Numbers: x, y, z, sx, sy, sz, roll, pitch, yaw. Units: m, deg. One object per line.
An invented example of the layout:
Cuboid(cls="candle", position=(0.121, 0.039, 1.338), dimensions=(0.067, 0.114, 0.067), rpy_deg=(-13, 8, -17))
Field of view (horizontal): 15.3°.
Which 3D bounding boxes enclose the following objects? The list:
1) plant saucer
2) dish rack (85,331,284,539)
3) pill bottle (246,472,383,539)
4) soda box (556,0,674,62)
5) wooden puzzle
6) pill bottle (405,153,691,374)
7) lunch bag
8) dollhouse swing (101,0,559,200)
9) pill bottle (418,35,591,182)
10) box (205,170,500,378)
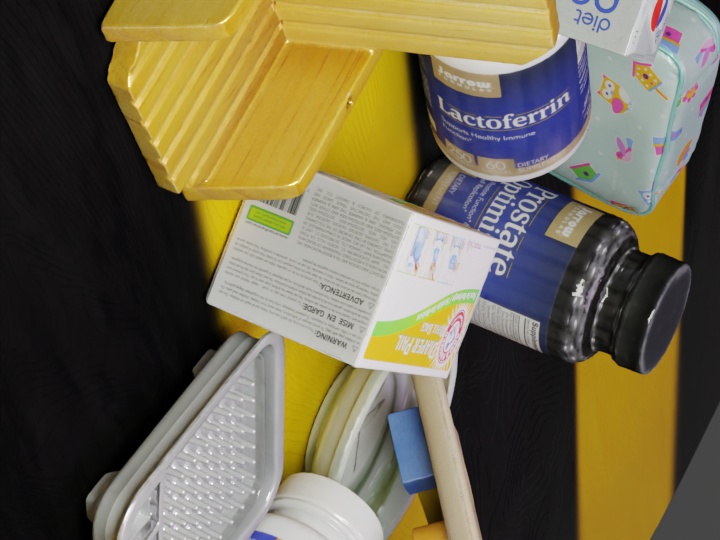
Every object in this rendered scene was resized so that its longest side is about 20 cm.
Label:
Cuboid(cls="plant saucer", position=(0.005, 0.119, 1.945), dimensions=(0.200, 0.050, 0.201), rpy_deg=(-52, 154, -38))
Cuboid(cls="dish rack", position=(-0.112, 0.141, 1.669), dimensions=(0.200, 0.043, 0.172), rpy_deg=(-51, 154, -40))
Cuboid(cls="pill bottle", position=(-0.066, 0.233, 1.782), dimensions=(0.200, 0.112, 0.112), rpy_deg=(-55, 156, -34))
Cuboid(cls="soda box", position=(0.092, -0.189, 1.624), dimensions=(0.063, 0.199, 0.069), rpy_deg=(-1, 112, -67))
Cuboid(cls="wooden puzzle", position=(0.059, 0.175, 1.901), dimensions=(0.200, 0.046, 0.186), rpy_deg=(73, 4, -65))
Cuboid(cls="pill bottle", position=(0.130, -0.001, 1.923), dimensions=(0.112, 0.199, 0.112), rpy_deg=(-52, 155, -37))
Cuboid(cls="lunch bag", position=(0.175, -0.146, 1.963), dimensions=(0.077, 0.160, 0.200), rpy_deg=(-49, 159, -32))
Cuboid(cls="dollhouse swing", position=(-0.009, -0.119, 1.472), dimensions=(0.182, 0.175, 0.200), rpy_deg=(-61, 160, -19))
Cuboid(cls="pill bottle", position=(0.093, -0.157, 1.792), dimensions=(0.116, 0.115, 0.200), rpy_deg=(-59, 158, -24))
Cuboid(cls="box", position=(0.000, 0.000, 1.715), dimensions=(0.102, 0.112, 0.200), rpy_deg=(-69, 162, 3))
